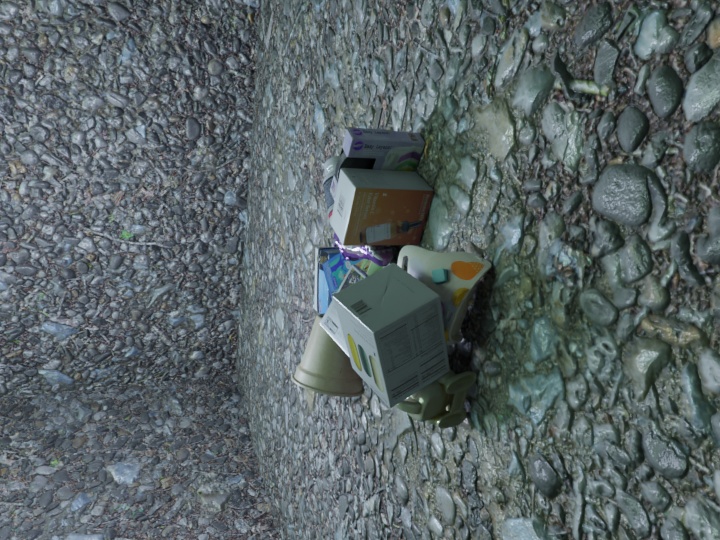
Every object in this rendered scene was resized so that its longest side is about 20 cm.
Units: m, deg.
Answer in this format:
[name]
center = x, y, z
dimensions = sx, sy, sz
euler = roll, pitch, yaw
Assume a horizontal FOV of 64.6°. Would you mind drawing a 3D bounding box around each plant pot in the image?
[plant pot]
center = -0.068, 0.218, 1.522
dimensions = 0.200, 0.200, 0.184
euler = -161, 82, -67

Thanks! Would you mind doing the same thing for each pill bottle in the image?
[pill bottle]
center = -0.048, -0.232, 1.680
dimensions = 0.120, 0.119, 0.200
euler = 129, 134, -58

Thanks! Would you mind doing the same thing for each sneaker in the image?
[sneaker]
center = -0.002, -0.055, 1.414
dimensions = 0.200, 0.080, 0.089
euler = 39, 115, 37

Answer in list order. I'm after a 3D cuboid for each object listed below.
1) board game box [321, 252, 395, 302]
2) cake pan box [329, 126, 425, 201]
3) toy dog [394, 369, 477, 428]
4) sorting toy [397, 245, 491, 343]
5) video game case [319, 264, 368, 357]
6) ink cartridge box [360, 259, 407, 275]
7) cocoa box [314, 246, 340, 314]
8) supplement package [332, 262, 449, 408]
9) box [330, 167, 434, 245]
[board game box]
center = 0.000, 0.000, 1.535
dimensions = 0.200, 0.045, 0.152
euler = -31, 55, 21
[cake pan box]
center = 0.035, -0.249, 1.368
dimensions = 0.052, 0.200, 0.184
euler = -114, 33, -41
[toy dog]
center = 0.119, 0.240, 1.230
dimensions = 0.200, 0.194, 0.140
euler = 40, 138, 49
[sorting toy]
center = 0.143, 0.039, 1.169
dimensions = 0.180, 0.107, 0.200
euler = 34, 129, 28
[video game case]
center = -0.002, 0.111, 1.368
dimensions = 0.200, 0.023, 0.182
euler = 42, 110, 42
[ink cartridge box]
center = 0.076, 0.034, 1.401
dimensions = 0.200, 0.059, 0.104
euler = 37, 110, 48
[cocoa box]
center = -0.058, 0.034, 1.713
dimensions = 0.131, 0.133, 0.200
euler = -154, 64, -65
[supplement package]
center = 0.063, 0.125, 1.118
dimensions = 0.152, 0.151, 0.200
euler = 38, 149, 48
[box]
center = 0.048, -0.148, 1.342
dimensions = 0.106, 0.200, 0.152
euler = -121, 36, -51
